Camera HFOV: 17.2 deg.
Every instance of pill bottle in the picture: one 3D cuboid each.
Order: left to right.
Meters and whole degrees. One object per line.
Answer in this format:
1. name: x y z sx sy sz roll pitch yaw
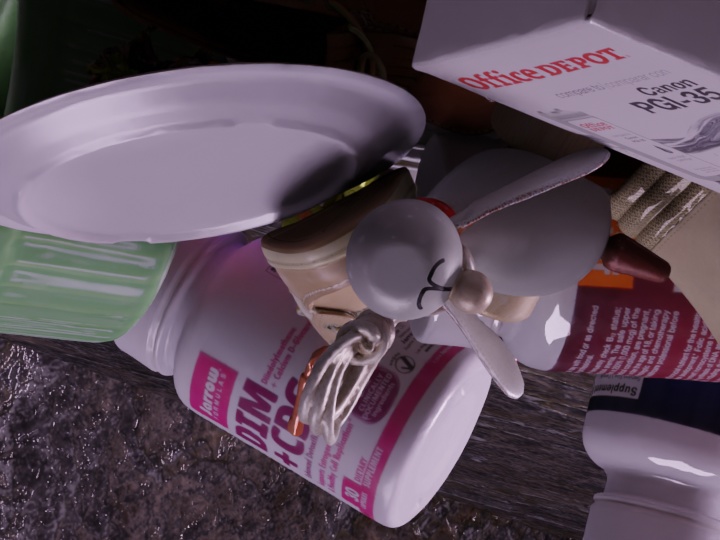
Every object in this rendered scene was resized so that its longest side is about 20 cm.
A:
1. pill bottle: -0.035 0.051 1.363 0.199 0.114 0.113 29 175 17
2. pill bottle: 0.126 -0.008 1.099 0.198 0.115 0.114 4 173 -9
3. pill bottle: 0.179 0.058 1.244 0.110 0.201 0.111 15 171 2

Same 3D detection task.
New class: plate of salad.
1. plate of salad: -0.072 -0.055 0.976 0.198 0.048 0.200 -8 164 -2

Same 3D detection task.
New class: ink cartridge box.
1. ink cartridge box: 0.137 -0.083 0.846 0.199 0.083 0.146 19 171 -21

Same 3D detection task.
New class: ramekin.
1. ramekin: -0.146 -0.061 1.135 0.097 0.202 0.200 12 173 -22

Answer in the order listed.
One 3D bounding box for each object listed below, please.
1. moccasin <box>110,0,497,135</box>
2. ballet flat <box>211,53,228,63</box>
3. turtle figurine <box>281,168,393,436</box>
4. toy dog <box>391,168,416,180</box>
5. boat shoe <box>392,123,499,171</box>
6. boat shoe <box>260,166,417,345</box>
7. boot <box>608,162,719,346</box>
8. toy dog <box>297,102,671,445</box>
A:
1. moccasin: -0.018 -0.099 1.013 0.201 0.078 0.073 25 145 -34
2. ballet flat: -0.159 -0.108 1.271 0.199 0.069 0.068 14 179 17
3. turtle figurine: 0.020 -0.014 1.259 0.160 0.202 0.064 -3 -163 -27
4. toy dog: 0.054 -0.001 1.383 0.199 0.097 0.132 20 170 -22
5. boat shoe: 0.080 -0.042 1.178 0.201 0.087 0.075 18 171 -11
6. boat shoe: 0.000 0.000 1.044 0.072 0.065 0.200 -27 -179 -3
7. boot: 0.213 -0.033 0.990 0.156 0.200 0.073 54 -156 9
8. toy dog: 0.065 -0.004 0.943 0.096 0.200 0.133 25 129 13
